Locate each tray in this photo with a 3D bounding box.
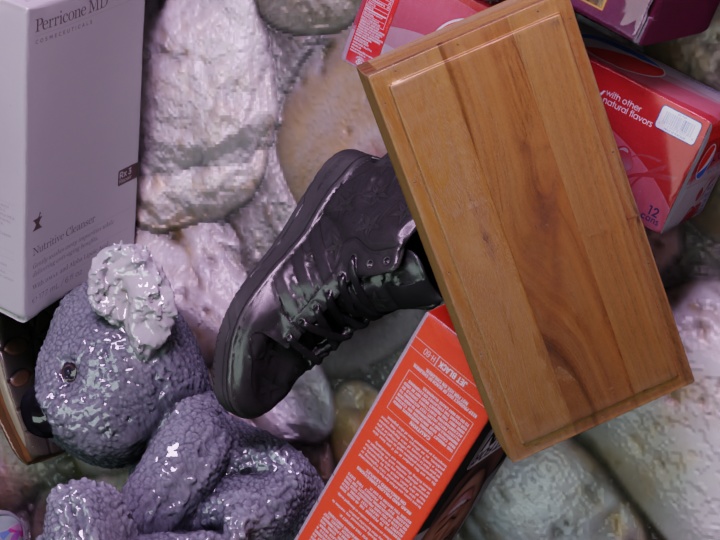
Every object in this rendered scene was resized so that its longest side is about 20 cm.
[{"bbox_3d":[0.080,-0.020,0.711,0.098,0.037,0.202,-23,109,-3],"label":"tray"}]

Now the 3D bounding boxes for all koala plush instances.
[{"bbox_3d":[-0.129,0.093,0.913,0.178,0.182,0.202,125,126,-65],"label":"koala plush"}]

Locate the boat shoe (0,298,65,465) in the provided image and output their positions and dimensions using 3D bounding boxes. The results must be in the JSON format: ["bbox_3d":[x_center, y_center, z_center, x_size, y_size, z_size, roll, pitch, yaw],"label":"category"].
[{"bbox_3d":[-0.241,0.031,1.018,0.073,0.075,0.202,-23,80,38],"label":"boat shoe"}]

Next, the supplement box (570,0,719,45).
[{"bbox_3d":[0.095,-0.214,0.736,0.199,0.103,0.132,33,116,22],"label":"supplement box"}]

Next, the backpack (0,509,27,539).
[{"bbox_3d":[-0.321,0.243,1.048,0.152,0.175,0.202,17,113,31],"label":"backpack"}]

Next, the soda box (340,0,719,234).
[{"bbox_3d":[0.093,-0.097,0.781,0.199,0.070,0.064,32,116,21],"label":"soda box"}]

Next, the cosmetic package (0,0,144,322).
[{"bbox_3d":[-0.195,-0.088,0.915,0.081,0.113,0.202,23,124,22],"label":"cosmetic package"}]

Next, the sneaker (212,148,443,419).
[{"bbox_3d":[0.002,0.002,0.831,0.104,0.060,0.201,20,78,41],"label":"sneaker"}]

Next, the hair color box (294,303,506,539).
[{"bbox_3d":[0.035,0.107,0.843,0.061,0.101,0.201,38,118,18],"label":"hair color box"}]
